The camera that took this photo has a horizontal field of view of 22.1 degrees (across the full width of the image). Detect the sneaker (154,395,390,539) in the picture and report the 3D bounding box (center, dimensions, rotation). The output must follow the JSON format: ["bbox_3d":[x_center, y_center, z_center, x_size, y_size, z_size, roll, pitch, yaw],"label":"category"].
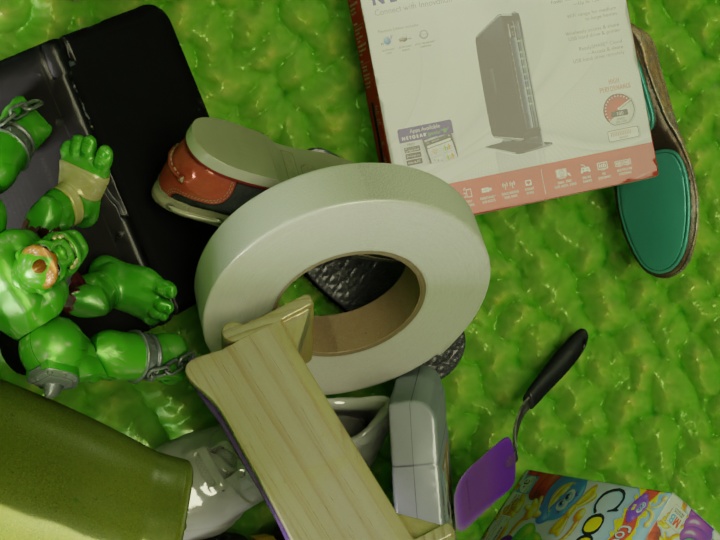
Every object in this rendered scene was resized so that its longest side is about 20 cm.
[{"bbox_3d":[-0.068,0.122,1.261,0.199,0.089,0.076,-17,69,-28],"label":"sneaker"}]

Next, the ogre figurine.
[{"bbox_3d":[-0.192,-0.002,1.148,0.120,0.097,0.202,-36,115,-51],"label":"ogre figurine"}]

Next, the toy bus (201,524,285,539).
[{"bbox_3d":[-0.040,0.243,1.225,0.198,0.192,0.137,-8,91,-25],"label":"toy bus"}]

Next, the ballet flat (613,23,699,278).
[{"bbox_3d":[0.226,-0.096,1.420,0.067,0.068,0.202,-18,97,-63],"label":"ballet flat"}]

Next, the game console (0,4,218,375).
[{"bbox_3d":[-0.186,-0.056,1.260,0.175,0.116,0.201,-21,98,7],"label":"game console"}]

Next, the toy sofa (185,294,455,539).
[{"bbox_3d":[-0.030,0.126,1.166,0.097,0.083,0.201,-26,64,-15],"label":"toy sofa"}]

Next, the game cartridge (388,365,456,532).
[{"bbox_3d":[0.047,0.178,1.288,0.041,0.133,0.202,-5,99,2],"label":"game cartridge"}]

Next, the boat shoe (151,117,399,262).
[{"bbox_3d":[-0.045,-0.043,1.255,0.199,0.071,0.063,19,125,-29],"label":"boat shoe"}]

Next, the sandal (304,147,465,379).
[{"bbox_3d":[0.000,0.001,1.334,0.076,0.043,0.201,-38,111,-12],"label":"sandal"}]

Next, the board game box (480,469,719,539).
[{"bbox_3d":[0.176,0.220,1.315,0.105,0.200,0.103,41,74,-18],"label":"board game box"}]

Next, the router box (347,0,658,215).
[{"bbox_3d":[0.103,-0.137,1.350,0.198,0.049,0.181,-12,94,-9],"label":"router box"}]

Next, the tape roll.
[{"bbox_3d":[-0.011,0.010,1.239,0.201,0.204,0.037,4,46,-24],"label":"tape roll"}]

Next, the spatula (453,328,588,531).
[{"bbox_3d":[0.122,0.109,1.363,0.200,0.020,0.057,-53,147,-38],"label":"spatula"}]

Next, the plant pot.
[{"bbox_3d":[-0.206,0.161,1.120,0.191,0.200,0.202,12,84,-6],"label":"plant pot"}]
